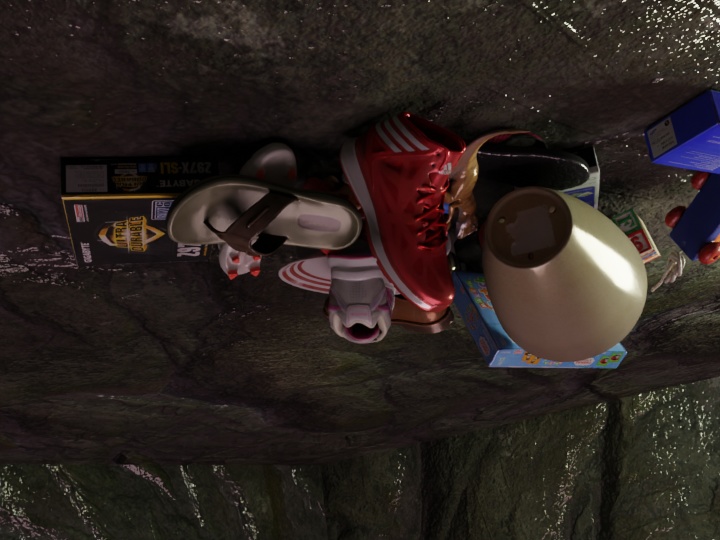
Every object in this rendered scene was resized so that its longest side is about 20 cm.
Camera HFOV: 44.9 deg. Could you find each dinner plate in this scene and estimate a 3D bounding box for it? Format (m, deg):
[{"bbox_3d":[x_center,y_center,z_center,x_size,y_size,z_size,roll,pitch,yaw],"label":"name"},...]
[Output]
[{"bbox_3d":[0.000,0.000,1.065,0.200,0.024,0.200,1,167,0],"label":"dinner plate"}]

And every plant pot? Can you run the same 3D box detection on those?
[{"bbox_3d":[0.213,-0.012,0.980,0.187,0.188,0.200,-14,155,20],"label":"plant pot"}]

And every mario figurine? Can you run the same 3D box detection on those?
[{"bbox_3d":[0.011,-0.085,0.993,0.200,0.124,0.106,-7,-156,-26],"label":"mario figurine"}]

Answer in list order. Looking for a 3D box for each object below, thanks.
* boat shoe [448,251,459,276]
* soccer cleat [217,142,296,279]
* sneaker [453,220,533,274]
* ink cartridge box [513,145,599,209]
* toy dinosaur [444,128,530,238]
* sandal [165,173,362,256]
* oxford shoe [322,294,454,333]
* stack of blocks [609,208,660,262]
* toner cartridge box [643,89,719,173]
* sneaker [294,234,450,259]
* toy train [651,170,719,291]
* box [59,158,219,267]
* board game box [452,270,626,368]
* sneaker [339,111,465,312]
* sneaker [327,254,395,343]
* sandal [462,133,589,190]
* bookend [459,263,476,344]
[{"bbox_3d":[0.079,0.003,1.257,0.075,0.075,0.202,-4,175,-37],"label":"boat shoe"},{"bbox_3d":[-0.124,-0.074,0.957,0.069,0.078,0.200,-5,143,-28],"label":"soccer cleat"},{"bbox_3d":[0.204,-0.020,1.231,0.098,0.071,0.200,-21,155,35],"label":"sneaker"},{"bbox_3d":[0.244,-0.090,1.088,0.099,0.039,0.200,-11,160,10],"label":"ink cartridge box"},{"bbox_3d":[0.102,-0.104,0.916,0.106,0.060,0.200,-7,154,-5],"label":"toy dinosaur"},{"bbox_3d":[-0.094,-0.049,0.878,0.201,0.057,0.080,2,127,-13],"label":"sandal"},{"bbox_3d":[0.029,0.038,1.199,0.200,0.071,0.071,-1,128,32],"label":"oxford shoe"},{"bbox_3d":[0.338,-0.024,1.190,0.115,0.059,0.200,-28,168,19],"label":"stack of blocks"},{"bbox_3d":[0.426,-0.147,0.980,0.200,0.043,0.095,4,159,-30],"label":"toner cartridge box"},{"bbox_3d":[0.022,-0.025,1.158,0.200,0.074,0.116,-1,165,9],"label":"sneaker"},{"bbox_3d":[0.469,-0.053,1.156,0.116,0.085,0.200,-13,144,-27],"label":"toy train"},{"bbox_3d":[-0.242,-0.061,0.970,0.160,0.049,0.200,-4,161,-16],"label":"box"},{"bbox_3d":[0.231,0.065,1.154,0.200,0.151,0.037,5,128,-25],"label":"board game box"},{"bbox_3d":[0.063,-0.063,0.862,0.115,0.200,0.078,-29,180,39],"label":"sneaker"},{"bbox_3d":[-0.002,0.044,1.012,0.081,0.088,0.200,-1,166,8],"label":"sneaker"},{"bbox_3d":[0.155,-0.128,0.948,0.200,0.045,0.075,9,154,-3],"label":"sandal"},{"bbox_3d":[0.261,0.033,1.376,0.199,0.092,0.200,-12,160,8],"label":"bookend"}]
